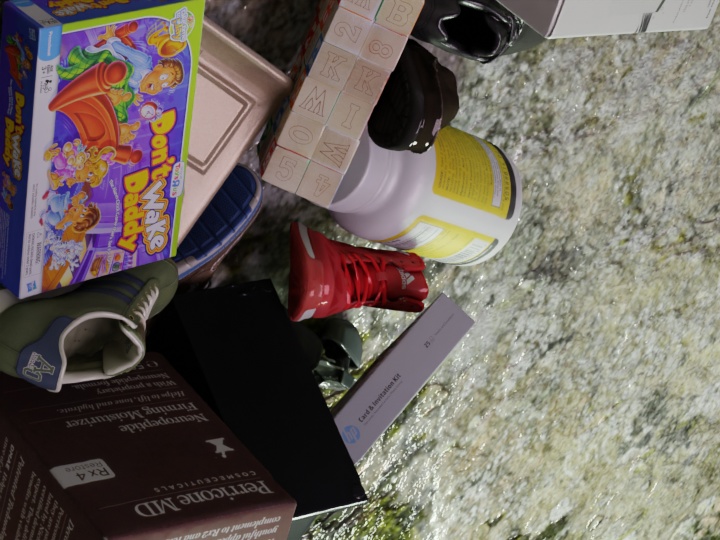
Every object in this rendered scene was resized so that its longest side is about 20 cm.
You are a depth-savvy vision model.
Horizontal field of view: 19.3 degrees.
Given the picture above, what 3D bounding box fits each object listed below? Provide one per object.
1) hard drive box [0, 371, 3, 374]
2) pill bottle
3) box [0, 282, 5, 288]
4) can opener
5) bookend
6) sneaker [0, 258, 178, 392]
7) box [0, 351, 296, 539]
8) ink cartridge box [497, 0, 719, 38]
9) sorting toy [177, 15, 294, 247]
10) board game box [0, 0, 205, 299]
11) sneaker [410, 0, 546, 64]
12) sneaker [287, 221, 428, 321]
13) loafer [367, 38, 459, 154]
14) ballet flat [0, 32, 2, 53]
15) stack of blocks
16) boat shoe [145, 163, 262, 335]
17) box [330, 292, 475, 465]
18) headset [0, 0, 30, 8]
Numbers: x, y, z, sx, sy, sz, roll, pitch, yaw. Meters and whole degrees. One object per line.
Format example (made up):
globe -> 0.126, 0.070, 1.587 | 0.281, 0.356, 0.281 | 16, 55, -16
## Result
hard drive box -> -0.311, 0.125, 1.578 | 0.199, 0.077, 0.157 | -27, 137, -28
pill bottle -> 0.037, -0.074, 1.740 | 0.199, 0.111, 0.112 | 16, 109, -51
box -> -0.296, 0.010, 1.452 | 0.200, 0.040, 0.137 | -51, 130, -17
can opener -> -0.056, 0.050, 1.815 | 0.200, 0.053, 0.067 | 45, 54, -53
bookend -> -0.104, 0.147, 1.652 | 0.091, 0.201, 0.199 | -9, 150, -31
sneaker -> -0.180, 0.041, 1.490 | 0.199, 0.089, 0.068 | -19, 132, -52
box -> -0.180, 0.186, 1.527 | 0.165, 0.200, 0.165 | -6, 125, -39
ink cartridge box -> 0.184, -0.259, 1.705 | 0.199, 0.146, 0.085 | -8, 129, -41
sorting toy -> -0.170, -0.105, 1.536 | 0.185, 0.037, 0.200 | 33, 100, -37
board game box -> -0.180, -0.092, 1.433 | 0.134, 0.045, 0.202 | -17, 129, -38
sneaker -> 0.097, -0.199, 1.714 | 0.199, 0.091, 0.077 | -2, 121, -47
sneaker -> 0.000, 0.000, 1.685 | 0.114, 0.200, 0.079 | 2, 97, -2
loafer -> 0.046, -0.139, 1.626 | 0.071, 0.200, 0.074 | 17, 110, -11
ballet flat -> -0.180, -0.199, 1.435 | 0.067, 0.067, 0.201 | 29, 96, -25
stack of blocks -> -0.012, -0.162, 1.598 | 0.058, 0.115, 0.201 | 22, 106, -11
boat shoe -> -0.152, -0.007, 1.641 | 0.199, 0.072, 0.072 | -38, 154, 5
box -> 0.008, 0.110, 1.733 | 0.156, 0.041, 0.200 | -48, -179, -20
headset -> -0.304, -0.132, 1.389 | 0.199, 0.094, 0.124 | -31, 141, 0
